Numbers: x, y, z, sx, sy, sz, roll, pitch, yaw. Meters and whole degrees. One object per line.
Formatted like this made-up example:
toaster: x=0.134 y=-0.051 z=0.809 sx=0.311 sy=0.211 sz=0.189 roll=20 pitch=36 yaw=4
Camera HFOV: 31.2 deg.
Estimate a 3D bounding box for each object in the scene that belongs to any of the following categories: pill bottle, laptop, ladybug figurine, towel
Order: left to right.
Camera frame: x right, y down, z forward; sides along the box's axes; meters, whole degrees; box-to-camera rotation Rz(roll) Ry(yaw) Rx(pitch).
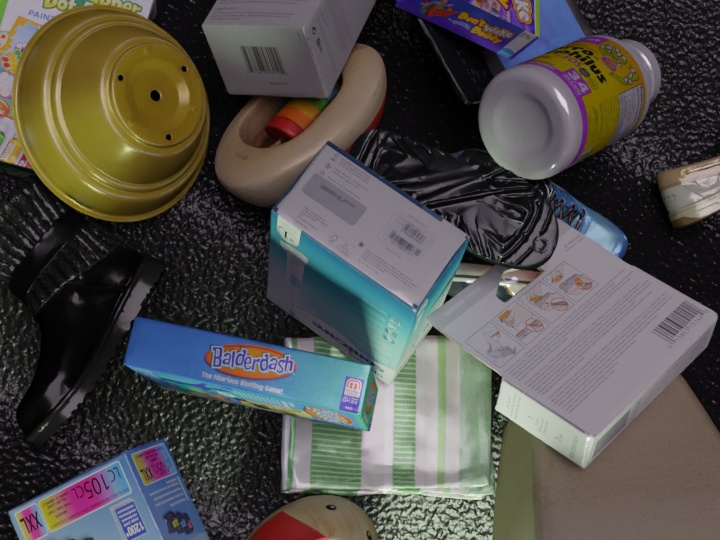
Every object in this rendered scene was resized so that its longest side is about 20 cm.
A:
ladybug figurine: x=-0.056 y=0.290 z=1.131 sx=0.135 sy=0.072 sz=0.200 roll=32 pitch=77 yaw=-1
ladybug figurine: x=-0.046 y=-0.130 z=1.192 sx=0.200 sy=0.135 sz=0.072 roll=-47 pitch=133 yaw=-20
towel: x=0.026 y=0.135 z=1.199 sx=0.199 sy=0.023 sz=0.153 roll=1 pitch=78 yaw=-7
laptop: x=0.126 y=-0.264 z=1.245 sx=0.103 sy=0.200 sz=0.178 roll=-31 pitch=86 yaw=24
pill bottle: x=0.204 y=-0.160 z=1.207 sx=0.200 sy=0.104 sz=0.104 roll=-29 pitch=83 yaw=-46

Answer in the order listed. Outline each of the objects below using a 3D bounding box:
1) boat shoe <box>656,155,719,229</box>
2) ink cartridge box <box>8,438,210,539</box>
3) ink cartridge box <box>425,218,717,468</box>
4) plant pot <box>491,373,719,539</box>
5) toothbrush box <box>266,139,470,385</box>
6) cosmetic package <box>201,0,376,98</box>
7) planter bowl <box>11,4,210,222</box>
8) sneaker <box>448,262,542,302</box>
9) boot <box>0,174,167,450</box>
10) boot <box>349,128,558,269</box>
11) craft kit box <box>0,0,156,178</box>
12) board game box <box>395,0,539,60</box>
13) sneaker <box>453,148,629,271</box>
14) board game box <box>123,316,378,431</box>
boat shoe: x=0.383 y=-0.112 z=1.272 sx=0.199 sy=0.074 sz=0.067 roll=-28 pitch=89 yaw=-12
ink cartridge box: x=-0.191 y=0.262 z=1.089 sx=0.136 sy=0.076 sz=0.201 roll=-28 pitch=85 yaw=20
ink cartridge box: x=0.180 y=0.055 z=1.111 sx=0.176 sy=0.045 sz=0.200 roll=34 pitch=49 yaw=27
plant pot: x=0.216 y=0.195 z=1.133 sx=0.199 sy=0.200 sz=0.178 roll=-3 pitch=65 yaw=-9
toothbrush box: x=0.000 y=0.000 z=1.120 sx=0.146 sy=0.200 sz=0.085 roll=34 pitch=68 yaw=10
cosmetic package: x=-0.052 y=-0.256 z=1.183 sx=0.107 sy=0.085 sz=0.200 roll=7 pitch=50 yaw=24
planter bowl: x=-0.200 y=-0.148 z=1.147 sx=0.200 sy=0.083 sz=0.201 roll=7 pitch=79 yaw=-38
sneaker: x=0.159 y=0.037 z=1.209 sx=0.199 sy=0.078 sz=0.080 roll=8 pitch=90 yaw=1
boot: x=-0.286 y=0.036 z=1.144 sx=0.157 sy=0.079 sz=0.212 roll=32 pitch=66 yaw=-8
boot: x=0.083 y=-0.049 z=1.157 sx=0.199 sy=0.168 sz=0.077 roll=25 pitch=82 yaw=11
craft kit box: x=-0.312 y=-0.188 z=1.207 sx=0.199 sy=0.049 sz=0.198 roll=14 pitch=75 yaw=-5
board game box: x=0.103 y=-0.314 z=1.216 sx=0.134 sy=0.045 sz=0.201 roll=18 pitch=59 yaw=-29
sneaker: x=0.163 y=-0.054 z=1.221 sx=0.199 sy=0.090 sz=0.079 roll=25 pitch=77 yaw=-3
board game box: x=-0.087 y=0.092 z=1.108 sx=0.199 sy=0.152 sz=0.045 roll=12 pitch=78 yaw=5
